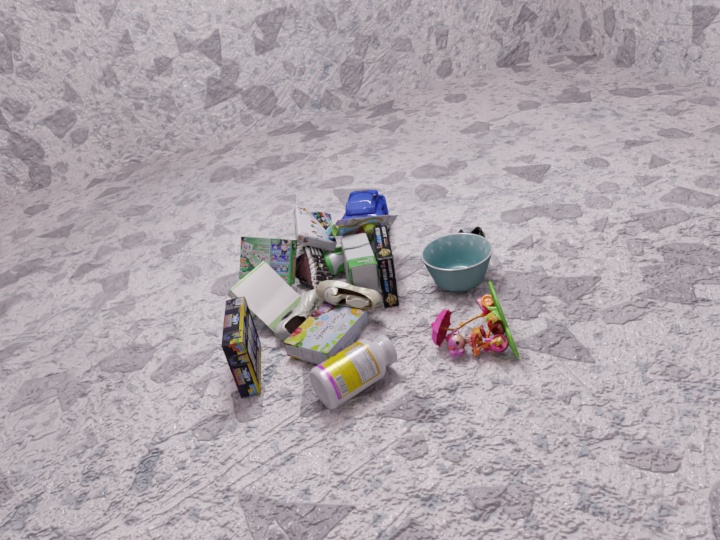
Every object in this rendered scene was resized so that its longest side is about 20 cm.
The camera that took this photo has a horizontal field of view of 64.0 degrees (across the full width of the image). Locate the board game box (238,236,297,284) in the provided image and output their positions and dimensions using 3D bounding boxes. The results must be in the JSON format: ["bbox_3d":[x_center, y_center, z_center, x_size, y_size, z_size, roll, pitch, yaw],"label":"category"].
[{"bbox_3d":[-0.287,-0.032,1.775,0.198,0.136,0.029,6,4,28],"label":"board game box"}]

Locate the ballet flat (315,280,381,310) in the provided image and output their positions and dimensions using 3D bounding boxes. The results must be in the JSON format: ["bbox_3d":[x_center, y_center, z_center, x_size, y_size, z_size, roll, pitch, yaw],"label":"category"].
[{"bbox_3d":[-0.042,0.068,1.564,0.198,0.068,0.062,6,23,21],"label":"ballet flat"}]

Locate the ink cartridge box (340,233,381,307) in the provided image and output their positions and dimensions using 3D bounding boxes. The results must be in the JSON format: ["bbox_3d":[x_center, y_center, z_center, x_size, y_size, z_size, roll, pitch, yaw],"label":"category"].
[{"bbox_3d":[0.000,0.000,1.676,0.082,0.148,0.201,-10,31,-5],"label":"ink cartridge box"}]

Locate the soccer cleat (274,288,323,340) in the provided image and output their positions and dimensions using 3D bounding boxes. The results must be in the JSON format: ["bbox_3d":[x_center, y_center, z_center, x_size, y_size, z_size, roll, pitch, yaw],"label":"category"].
[{"bbox_3d":[-0.158,0.122,1.601,0.077,0.070,0.200,-18,23,52],"label":"soccer cleat"}]

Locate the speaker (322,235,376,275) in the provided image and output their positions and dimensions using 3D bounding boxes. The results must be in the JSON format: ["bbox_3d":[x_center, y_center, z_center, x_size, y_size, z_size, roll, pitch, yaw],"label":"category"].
[{"bbox_3d":[-0.020,-0.050,1.828,0.198,0.089,0.089,-19,31,-11],"label":"speaker"}]

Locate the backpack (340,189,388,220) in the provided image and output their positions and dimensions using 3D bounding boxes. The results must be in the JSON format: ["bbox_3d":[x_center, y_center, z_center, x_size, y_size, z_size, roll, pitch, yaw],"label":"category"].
[{"bbox_3d":[0.024,-0.193,1.973,0.161,0.169,0.200,2,29,10],"label":"backpack"}]

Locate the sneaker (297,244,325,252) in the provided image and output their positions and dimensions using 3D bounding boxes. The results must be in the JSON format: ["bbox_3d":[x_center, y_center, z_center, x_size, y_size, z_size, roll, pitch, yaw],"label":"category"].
[{"bbox_3d":[-0.192,-0.093,1.917,0.198,0.131,0.079,-28,32,-26],"label":"sneaker"}]

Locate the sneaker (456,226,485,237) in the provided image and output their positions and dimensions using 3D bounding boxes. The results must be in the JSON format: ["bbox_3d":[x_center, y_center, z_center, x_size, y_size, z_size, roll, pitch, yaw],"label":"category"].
[{"bbox_3d":[0.294,-0.080,1.761,0.199,0.084,0.077,-25,32,-21],"label":"sneaker"}]

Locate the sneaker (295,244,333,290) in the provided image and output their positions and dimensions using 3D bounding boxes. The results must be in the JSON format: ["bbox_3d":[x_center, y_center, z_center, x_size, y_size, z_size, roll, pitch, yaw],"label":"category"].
[{"bbox_3d":[-0.146,0.030,1.767,0.075,0.116,0.201,11,50,-35],"label":"sneaker"}]

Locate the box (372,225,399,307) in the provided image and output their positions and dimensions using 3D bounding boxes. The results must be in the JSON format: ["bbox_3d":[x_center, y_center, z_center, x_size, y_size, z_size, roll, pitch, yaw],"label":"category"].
[{"bbox_3d":[0.072,-0.015,1.662,0.046,0.160,0.201,-8,30,1],"label":"box"}]

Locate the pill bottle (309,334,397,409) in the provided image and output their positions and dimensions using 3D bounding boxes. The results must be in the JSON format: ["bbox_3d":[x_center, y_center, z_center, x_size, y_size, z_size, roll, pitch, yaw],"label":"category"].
[{"bbox_3d":[-0.013,0.229,1.344,0.199,0.105,0.104,-28,34,-25],"label":"pill bottle"}]

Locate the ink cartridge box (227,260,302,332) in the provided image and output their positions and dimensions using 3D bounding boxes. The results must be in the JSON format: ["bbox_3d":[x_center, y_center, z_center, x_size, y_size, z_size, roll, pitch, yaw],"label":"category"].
[{"bbox_3d":[-0.259,0.087,1.657,0.200,0.048,0.145,44,56,3],"label":"ink cartridge box"}]

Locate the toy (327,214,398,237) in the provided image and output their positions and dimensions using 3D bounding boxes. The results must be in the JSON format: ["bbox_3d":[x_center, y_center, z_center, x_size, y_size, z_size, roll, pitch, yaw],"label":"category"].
[{"bbox_3d":[0.011,-0.121,1.759,0.198,0.115,0.048,-3,69,-20],"label":"toy"}]

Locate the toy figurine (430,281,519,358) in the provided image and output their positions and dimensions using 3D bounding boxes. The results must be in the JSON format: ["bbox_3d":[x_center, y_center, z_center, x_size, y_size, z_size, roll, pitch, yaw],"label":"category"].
[{"bbox_3d":[0.264,0.149,1.392,0.183,0.150,0.201,-21,54,11],"label":"toy figurine"}]

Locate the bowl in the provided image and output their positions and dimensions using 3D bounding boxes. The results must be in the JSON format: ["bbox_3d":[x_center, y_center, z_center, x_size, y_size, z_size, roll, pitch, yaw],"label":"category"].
[{"bbox_3d":[0.278,-0.013,1.636,0.199,0.106,0.201,-10,30,6],"label":"bowl"}]

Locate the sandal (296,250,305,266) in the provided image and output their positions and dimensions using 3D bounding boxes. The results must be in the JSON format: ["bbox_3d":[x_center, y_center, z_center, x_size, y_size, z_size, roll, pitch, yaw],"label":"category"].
[{"bbox_3d":[-0.219,-0.023,1.835,0.201,0.083,0.050,-9,40,-19],"label":"sandal"}]

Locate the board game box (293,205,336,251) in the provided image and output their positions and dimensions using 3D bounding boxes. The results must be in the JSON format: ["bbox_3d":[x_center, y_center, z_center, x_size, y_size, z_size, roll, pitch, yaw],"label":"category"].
[{"bbox_3d":[-0.147,-0.137,1.838,0.125,0.035,0.201,13,29,-17],"label":"board game box"}]

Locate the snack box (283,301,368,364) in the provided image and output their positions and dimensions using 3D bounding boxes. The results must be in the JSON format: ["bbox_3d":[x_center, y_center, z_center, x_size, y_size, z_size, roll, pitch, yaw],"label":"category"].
[{"bbox_3d":[-0.087,0.164,1.528,0.141,0.053,0.200,10,35,30],"label":"snack box"}]

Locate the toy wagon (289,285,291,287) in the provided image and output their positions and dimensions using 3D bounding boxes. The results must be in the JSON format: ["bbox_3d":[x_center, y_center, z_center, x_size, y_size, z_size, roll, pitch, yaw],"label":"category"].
[{"bbox_3d":[-0.287,0.074,1.767,0.154,0.040,0.200,-18,32,-9],"label":"toy wagon"}]

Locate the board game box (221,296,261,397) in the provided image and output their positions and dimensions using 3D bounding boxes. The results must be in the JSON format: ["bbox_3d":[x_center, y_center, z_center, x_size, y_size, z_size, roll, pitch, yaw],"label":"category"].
[{"bbox_3d":[-0.297,0.189,1.453,0.056,0.167,0.200,-12,30,-3],"label":"board game box"}]
